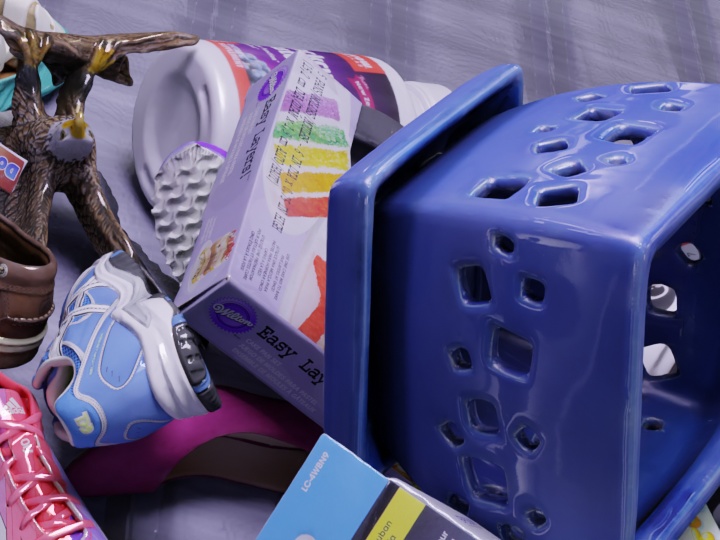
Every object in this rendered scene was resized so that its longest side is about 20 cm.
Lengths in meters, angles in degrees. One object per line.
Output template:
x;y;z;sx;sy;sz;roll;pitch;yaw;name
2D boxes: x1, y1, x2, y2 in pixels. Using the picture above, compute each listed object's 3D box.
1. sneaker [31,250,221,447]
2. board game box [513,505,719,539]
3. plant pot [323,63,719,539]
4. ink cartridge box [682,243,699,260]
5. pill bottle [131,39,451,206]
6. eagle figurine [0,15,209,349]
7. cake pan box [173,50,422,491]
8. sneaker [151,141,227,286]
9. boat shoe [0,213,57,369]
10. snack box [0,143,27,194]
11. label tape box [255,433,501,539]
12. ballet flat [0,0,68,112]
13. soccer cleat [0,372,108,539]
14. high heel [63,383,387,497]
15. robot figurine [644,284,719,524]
-0.133;0.042;1.263;0.077;0.076;0.200;-26;12;-11;sneaker
0.129;0.179;1.271;0.104;0.103;0.200;8;34;-23;board game box
0.091;0.016;1.221;0.179;0.201;0.200;14;30;24;plant pot
0.152;0.001;1.516;0.200;0.162;0.057;-34;104;-53;ink cartridge box
-0.034;-0.083;1.567;0.199;0.112;0.112;2;36;-35;pill bottle
-0.172;-0.046;1.434;0.151;0.201;0.151;-8;-14;15;eagle figurine
0.000;0.000;1.357;0.184;0.052;0.201;41;38;-22;cake pan box
-0.044;0.003;1.431;0.200;0.069;0.100;51;17;-12;sneaker
-0.235;-0.036;1.323;0.202;0.075;0.075;36;31;17;boat shoe
-0.270;-0.086;1.403;0.200;0.024;0.072;17;-14;48;snack box
0.032;0.189;1.146;0.200;0.144;0.066;33;3;20;label tape box
-0.229;-0.138;1.572;0.067;0.071;0.200;27;31;10;ballet flat
-0.171;0.104;1.226;0.066;0.077;0.200;-8;42;-40;soccer cleat
-0.060;0.107;1.317;0.199;0.067;0.096;-20;75;-32;high heel
0.224;0.084;1.456;0.199;0.151;0.125;30;62;13;robot figurine
